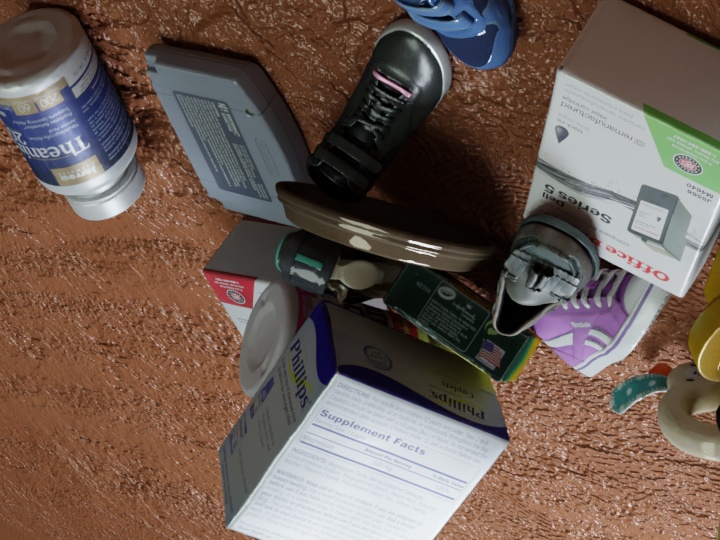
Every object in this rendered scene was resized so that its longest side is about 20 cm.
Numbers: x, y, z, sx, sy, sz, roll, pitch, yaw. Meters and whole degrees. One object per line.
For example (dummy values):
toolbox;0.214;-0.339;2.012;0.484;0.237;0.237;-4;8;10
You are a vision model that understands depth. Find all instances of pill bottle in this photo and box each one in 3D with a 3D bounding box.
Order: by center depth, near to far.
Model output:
pill bottle;-0.004;0.088;1.688;0.198;0.115;0.113;17;158;-22
pill bottle;-0.282;-0.145;1.739;0.110;0.111;0.201;14;146;32

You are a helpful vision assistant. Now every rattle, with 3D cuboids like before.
rattle;0.289;0.075;1.528;0.200;0.129;0.144;40;157;57

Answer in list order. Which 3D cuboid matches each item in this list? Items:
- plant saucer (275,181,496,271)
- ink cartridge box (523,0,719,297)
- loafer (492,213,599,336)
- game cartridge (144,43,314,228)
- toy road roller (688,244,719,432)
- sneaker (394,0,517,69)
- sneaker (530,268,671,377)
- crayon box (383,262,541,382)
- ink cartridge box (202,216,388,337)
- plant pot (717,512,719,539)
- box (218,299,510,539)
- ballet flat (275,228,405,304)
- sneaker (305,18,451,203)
plant saucer;0.019;-0.037;1.551;0.198;0.030;0.200;16;-173;-2
ink cartridge box;0.212;-0.087;1.332;0.144;0.084;0.201;28;153;13
loafer;0.142;0.011;1.433;0.071;0.063;0.200;29;168;5
game cartridge;-0.113;-0.124;1.675;0.132;0.042;0.201;12;145;29
toy road roller;0.344;0.037;1.358;0.198;0.147;0.123;-9;145;-12
sneaker;0.052;-0.212;1.309;0.073;0.083;0.201;8;145;37
sneaker;0.191;0.023;1.545;0.114;0.073;0.201;38;152;-1
crayon box;0.096;0.046;1.629;0.126;0.051;0.200;34;-178;9
ink cartridge box;-0.048;0.051;1.822;0.143;0.084;0.201;10;141;38
plant pot;0.389;0.243;1.580;0.199;0.201;0.186;14;135;32
box;-0.001;0.156;1.602;0.183;0.105;0.201;23;120;-24
ballet flat;0.000;0.000;1.605;0.072;0.074;0.199;16;-175;29
sneaker;0.013;-0.121;1.475;0.070;0.100;0.200;34;151;2
